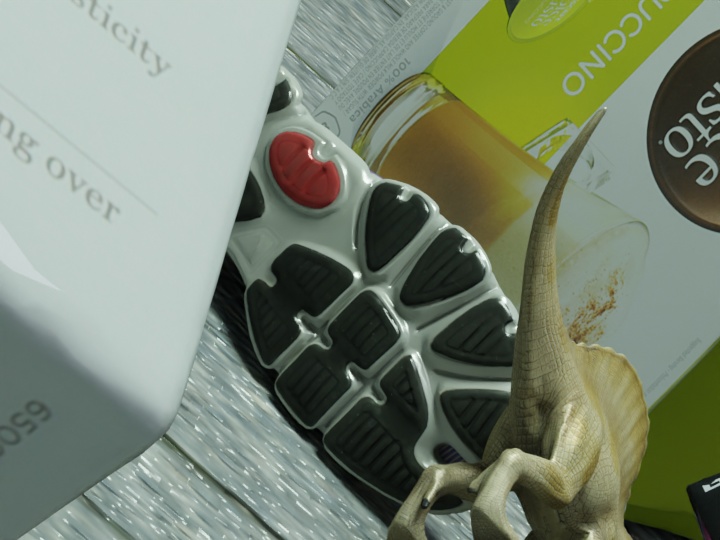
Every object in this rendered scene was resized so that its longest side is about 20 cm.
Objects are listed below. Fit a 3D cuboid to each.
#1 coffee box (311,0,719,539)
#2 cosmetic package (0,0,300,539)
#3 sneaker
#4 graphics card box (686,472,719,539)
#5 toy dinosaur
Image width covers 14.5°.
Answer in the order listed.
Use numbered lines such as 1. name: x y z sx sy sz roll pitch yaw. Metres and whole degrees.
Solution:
1. coffee box: 0.133 -0.030 1.136 0.198 0.200 0.200 52 16 29
2. cosmetic package: -0.118 -0.053 0.452 0.167 0.166 0.200 38 39 -21
3. sneaker: 0.000 0.000 0.946 0.200 0.081 0.083 54 9 32
4. graphics card box: 0.154 0.139 0.880 0.200 0.051 0.126 -89 157 -78
5. toy dinosaur: 0.056 0.054 0.863 0.058 0.101 0.201 10 -49 41
